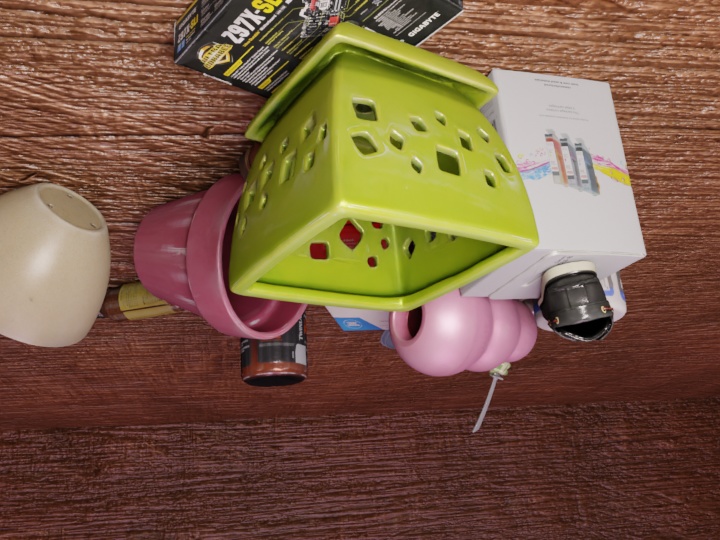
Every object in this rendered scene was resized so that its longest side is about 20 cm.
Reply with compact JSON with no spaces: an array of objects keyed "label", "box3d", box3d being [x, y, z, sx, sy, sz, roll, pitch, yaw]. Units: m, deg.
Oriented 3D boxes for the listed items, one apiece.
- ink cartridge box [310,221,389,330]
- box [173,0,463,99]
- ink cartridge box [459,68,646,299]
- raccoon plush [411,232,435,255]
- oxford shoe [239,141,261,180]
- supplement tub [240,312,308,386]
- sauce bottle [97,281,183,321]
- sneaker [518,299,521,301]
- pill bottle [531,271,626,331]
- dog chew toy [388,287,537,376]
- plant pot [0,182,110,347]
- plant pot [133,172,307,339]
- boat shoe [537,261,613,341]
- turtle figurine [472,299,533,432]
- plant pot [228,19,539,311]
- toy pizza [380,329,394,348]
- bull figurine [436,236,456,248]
[{"label":"ink cartridge box","box3d":[0.000,0.000,0.914,0.115,0.068,0.200,-3,148,21]},{"label":"box","box3d":[-0.039,-0.211,0.612,0.159,0.050,0.199,14,154,-37]},{"label":"ink cartridge box","box3d":[0.186,-0.084,0.790,0.143,0.202,0.145,2,160,-18]},{"label":"raccoon plush","box3d":[0.085,-0.033,0.944,0.096,0.135,0.200,11,-166,27]},{"label":"oxford shoe","box3d":[-0.038,-0.110,0.869,0.199,0.072,0.071,12,151,-35]},{"label":"supplement tub","box3d":[-0.138,0.076,1.169,0.106,0.202,0.107,-3,162,-1]},{"label":"sauce bottle","box3d":[-0.388,0.051,1.254,0.198,0.067,0.066,-8,161,14]},{"label":"sneaker","box3d":[0.174,-0.006,0.934,0.077,0.082,0.202,-5,121,2]},{"label":"pill bottle","box3d":[0.268,-0.031,0.956,0.113,0.202,0.114,-4,160,-1]},{"label":"dog chew toy","box3d":[0.132,0.066,0.878,0.199,0.126,0.124,10,156,-34]},{"label":"plant pot","box3d":[-0.385,-0.026,0.897,0.135,0.201,0.200,-50,143,15]},{"label":"plant pot","box3d":[-0.178,-0.022,0.932,0.178,0.202,0.200,3,167,31]},{"label":"boat shoe","box3d":[0.230,0.047,0.788,0.073,0.064,0.201,-15,162,13]},{"label":"turtle figurine","box3d":[0.188,0.095,1.129,0.193,0.201,0.144,-29,-167,-3]},{"label":"plant pot","box3d":[0.009,-0.083,0.638,0.197,0.183,0.200,9,158,-32]},{"label":"toy pizza","box3d":[0.117,0.063,1.205,0.199,0.032,0.201,-25,158,-11]},{"label":"bull figurine","box3d":[0.074,-0.093,0.772,0.065,0.123,0.200,6,-171,-23]}]
